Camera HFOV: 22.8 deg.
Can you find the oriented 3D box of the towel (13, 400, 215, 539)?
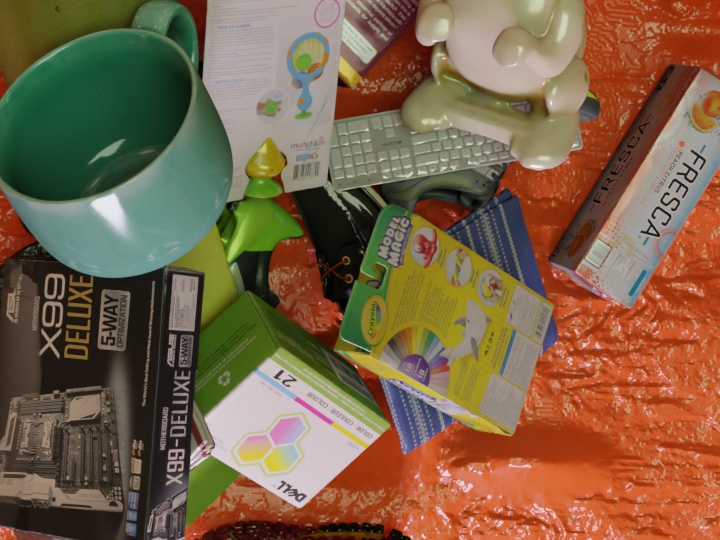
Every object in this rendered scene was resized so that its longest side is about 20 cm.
[{"bbox_3d":[-0.203,0.123,1.342,0.200,0.023,0.144,-39,66,26],"label":"towel"}]

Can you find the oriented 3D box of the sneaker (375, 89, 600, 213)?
[{"bbox_3d":[0.101,-0.095,1.436,0.199,0.074,0.081,-19,82,-4],"label":"sneaker"}]

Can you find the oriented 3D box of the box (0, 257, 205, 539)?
[{"bbox_3d":[-0.193,0.093,1.294,0.050,0.157,0.201,6,88,-57],"label":"box"}]

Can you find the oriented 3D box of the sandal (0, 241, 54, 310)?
[{"bbox_3d":[-0.274,0.043,1.391,0.200,0.045,0.075,-42,100,10],"label":"sandal"}]

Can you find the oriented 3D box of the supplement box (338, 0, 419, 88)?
[{"bbox_3d":[0.014,-0.253,1.391,0.110,0.086,0.200,43,87,-16],"label":"supplement box"}]

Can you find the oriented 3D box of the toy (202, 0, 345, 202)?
[{"bbox_3d":[-0.074,-0.152,1.322,0.115,0.047,0.201,-11,117,-32],"label":"toy"}]

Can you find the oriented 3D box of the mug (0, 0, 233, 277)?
[{"bbox_3d":[-0.152,-0.081,1.229,0.185,0.152,0.115,-39,142,-12],"label":"mug"}]

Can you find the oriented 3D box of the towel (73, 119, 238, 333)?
[{"bbox_3d":[-0.149,-0.022,1.339,0.086,0.018,0.201,-21,111,-11],"label":"towel"}]

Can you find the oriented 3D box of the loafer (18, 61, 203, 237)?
[{"bbox_3d":[-0.178,-0.092,1.374,0.200,0.072,0.073,-40,106,-5],"label":"loafer"}]

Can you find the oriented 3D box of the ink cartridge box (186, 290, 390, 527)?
[{"bbox_3d":[-0.101,0.133,1.377,0.200,0.076,0.148,-44,134,9],"label":"ink cartridge box"}]

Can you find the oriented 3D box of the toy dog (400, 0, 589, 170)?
[{"bbox_3d":[0.122,-0.205,1.324,0.194,0.139,0.201,-45,149,-31],"label":"toy dog"}]

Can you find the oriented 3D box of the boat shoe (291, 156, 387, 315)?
[{"bbox_3d":[0.002,0.000,1.426,0.063,0.074,0.202,-43,110,-35],"label":"boat shoe"}]

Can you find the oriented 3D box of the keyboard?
[{"bbox_3d":[0.072,-0.105,1.395,0.199,0.011,0.057,-10,84,-5],"label":"keyboard"}]

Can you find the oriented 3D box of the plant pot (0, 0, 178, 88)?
[{"bbox_3d":[-0.205,-0.214,1.309,0.186,0.187,0.201,-2,112,-14],"label":"plant pot"}]

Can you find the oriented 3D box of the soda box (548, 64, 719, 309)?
[{"bbox_3d":[0.241,-0.070,1.483,0.063,0.068,0.200,33,90,-16],"label":"soda box"}]

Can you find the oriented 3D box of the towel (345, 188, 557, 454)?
[{"bbox_3d":[0.078,0.037,1.437,0.200,0.024,0.145,-32,111,-37],"label":"towel"}]

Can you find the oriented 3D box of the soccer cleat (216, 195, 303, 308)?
[{"bbox_3d":[-0.114,0.033,1.415,0.081,0.067,0.201,30,90,-29],"label":"soccer cleat"}]

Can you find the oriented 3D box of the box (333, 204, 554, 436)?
[{"bbox_3d":[0.058,0.039,1.373,0.200,0.048,0.118,33,70,-40],"label":"box"}]

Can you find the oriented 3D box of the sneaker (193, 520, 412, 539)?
[{"bbox_3d":[-0.052,0.252,1.453,0.199,0.078,0.083,5,98,-14],"label":"sneaker"}]
